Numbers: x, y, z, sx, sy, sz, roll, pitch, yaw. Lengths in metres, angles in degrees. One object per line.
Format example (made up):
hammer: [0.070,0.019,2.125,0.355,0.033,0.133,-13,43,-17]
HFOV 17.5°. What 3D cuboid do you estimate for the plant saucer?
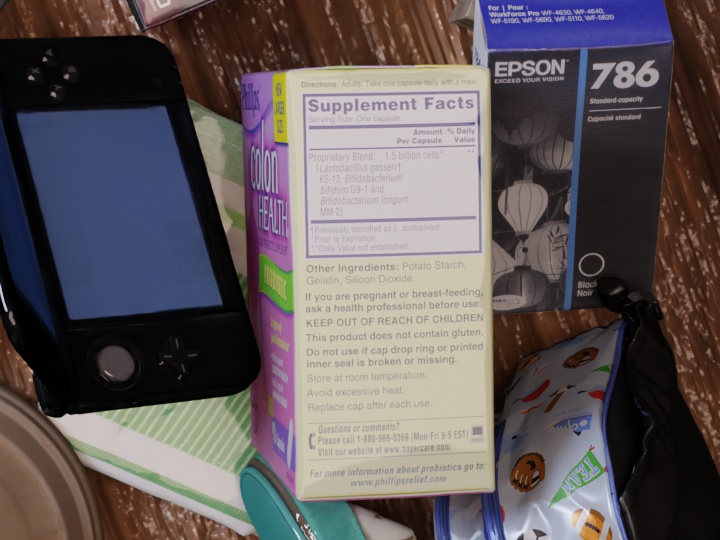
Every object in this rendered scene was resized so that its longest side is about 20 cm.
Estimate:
plant saucer: [-0.233,0.148,1.214,0.199,0.029,0.201,0,101,-2]

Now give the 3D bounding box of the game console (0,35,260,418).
game console: [-0.127,-0.043,1.113,0.176,0.116,0.200,-5,69,-32]

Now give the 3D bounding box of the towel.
towel: [-0.074,0.026,1.240,0.152,0.023,0.200,24,90,-9]

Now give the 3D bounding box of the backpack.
backpack: [0.122,0.135,1.185,0.154,0.191,0.200,-28,102,15]

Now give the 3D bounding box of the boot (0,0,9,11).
boot: [-0.217,-0.203,1.178,0.203,0.073,0.154,-41,100,4]

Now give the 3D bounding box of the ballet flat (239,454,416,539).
ballet flat: [0.009,0.170,1.191,0.070,0.067,0.200,-20,58,-20]

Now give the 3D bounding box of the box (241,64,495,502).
box: [0.000,0.000,1.149,0.096,0.176,0.201,-1,95,-10]

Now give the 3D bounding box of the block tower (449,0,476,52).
block tower: [0.108,-0.205,1.225,0.054,0.058,0.200,22,91,-9]

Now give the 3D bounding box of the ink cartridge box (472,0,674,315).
ink cartridge box: [0.107,-0.071,1.205,0.099,0.039,0.200,-4,120,-6]

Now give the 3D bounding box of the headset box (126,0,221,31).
headset box: [-0.069,-0.219,1.191,0.200,0.075,0.149,-24,97,-5]
